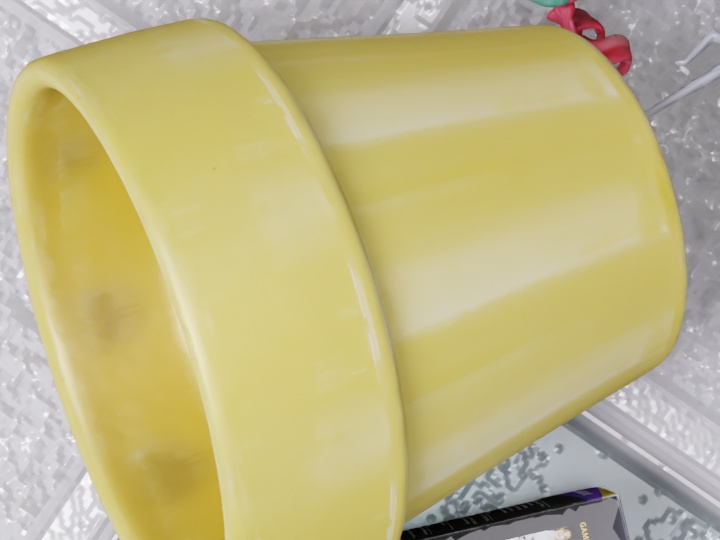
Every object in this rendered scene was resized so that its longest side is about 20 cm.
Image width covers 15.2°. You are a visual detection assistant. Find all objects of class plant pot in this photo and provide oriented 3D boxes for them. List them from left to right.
[{"bbox_3d":[0.000,0.000,0.927,0.188,0.201,0.201,-18,89,-18],"label":"plant pot"}]

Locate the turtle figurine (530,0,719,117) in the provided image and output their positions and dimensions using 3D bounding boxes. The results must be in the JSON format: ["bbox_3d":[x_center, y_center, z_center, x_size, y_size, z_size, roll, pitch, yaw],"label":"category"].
[{"bbox_3d":[0.114,-0.151,0.976,0.200,0.101,0.150,-47,113,-20],"label":"turtle figurine"}]

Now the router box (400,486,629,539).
[{"bbox_3d":[0.037,0.193,0.984,0.157,0.052,0.201,-12,89,-4],"label":"router box"}]
